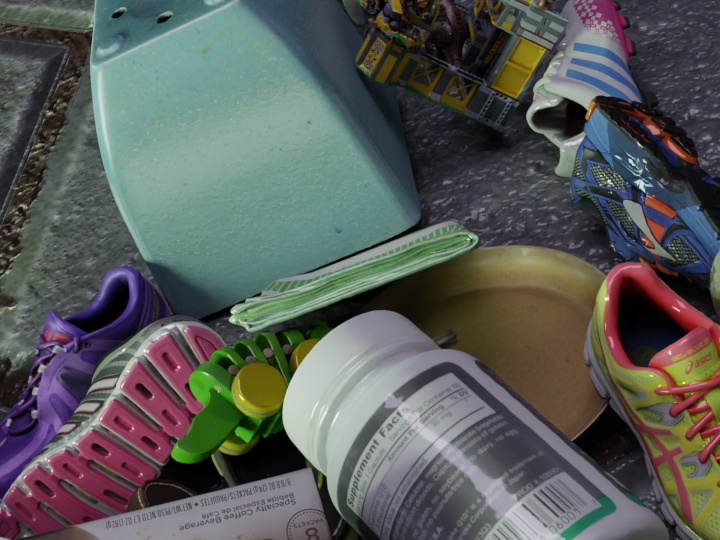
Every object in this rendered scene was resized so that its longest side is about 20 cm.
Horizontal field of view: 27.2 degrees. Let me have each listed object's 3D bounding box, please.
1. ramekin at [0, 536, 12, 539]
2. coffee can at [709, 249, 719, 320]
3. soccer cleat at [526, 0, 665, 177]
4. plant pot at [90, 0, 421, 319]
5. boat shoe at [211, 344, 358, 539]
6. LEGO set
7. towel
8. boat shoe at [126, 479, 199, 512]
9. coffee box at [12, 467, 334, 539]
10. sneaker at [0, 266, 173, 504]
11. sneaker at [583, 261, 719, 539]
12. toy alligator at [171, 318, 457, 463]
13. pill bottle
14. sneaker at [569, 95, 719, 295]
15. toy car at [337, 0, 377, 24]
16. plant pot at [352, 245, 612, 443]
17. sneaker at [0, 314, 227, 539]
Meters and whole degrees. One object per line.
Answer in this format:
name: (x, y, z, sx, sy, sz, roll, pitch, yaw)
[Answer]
ramekin: (-0.224, 0.251, 0.793, 0.199, 0.105, 0.201, -14, 40, 12)
coffee can: (0.304, -0.034, 0.817, 0.146, 0.147, 0.200, 16, 53, 39)
soccer cleat: (0.155, -0.137, 1.063, 0.086, 0.070, 0.201, -5, 41, -5)
plant pot: (-0.093, -0.124, 1.065, 0.195, 0.200, 0.196, -22, 37, 11)
boat shoe: (-0.058, 0.101, 0.914, 0.071, 0.061, 0.201, -29, 39, -5)
LEGO set: (0.075, -0.204, 1.105, 0.153, 0.116, 0.200, 27, 27, -8)
towel: (0.000, 0.000, 0.943, 0.152, 0.024, 0.200, -20, 1, 4)
boat shoe: (-0.070, 0.171, 0.821, 0.070, 0.071, 0.200, 1, 28, -39)
coffee box: (-0.102, 0.179, 0.693, 0.199, 0.080, 0.113, -12, 52, -9)
sneaker: (-0.205, 0.076, 1.001, 0.080, 0.084, 0.200, 9, 50, 35)
sneaker: (0.179, 0.075, 0.785, 0.078, 0.091, 0.200, -29, 54, -11)
toy alligator: (-0.032, 0.054, 0.864, 0.199, 0.059, 0.054, -22, 69, -33)
pill bottle: (0.054, 0.113, 0.775, 0.113, 0.113, 0.200, -36, 51, -15)
sneaker: (0.201, -0.025, 0.928, 0.075, 0.079, 0.200, -2, 41, -34)
toy car: (-0.056, -0.300, 1.301, 0.174, 0.150, 0.201, -6, 42, 21)
plant pot: (0.072, 0.062, 0.920, 0.199, 0.028, 0.201, -14, 40, 12)
sneaker: (-0.154, 0.104, 0.934, 0.200, 0.074, 0.087, -50, 13, 9)
